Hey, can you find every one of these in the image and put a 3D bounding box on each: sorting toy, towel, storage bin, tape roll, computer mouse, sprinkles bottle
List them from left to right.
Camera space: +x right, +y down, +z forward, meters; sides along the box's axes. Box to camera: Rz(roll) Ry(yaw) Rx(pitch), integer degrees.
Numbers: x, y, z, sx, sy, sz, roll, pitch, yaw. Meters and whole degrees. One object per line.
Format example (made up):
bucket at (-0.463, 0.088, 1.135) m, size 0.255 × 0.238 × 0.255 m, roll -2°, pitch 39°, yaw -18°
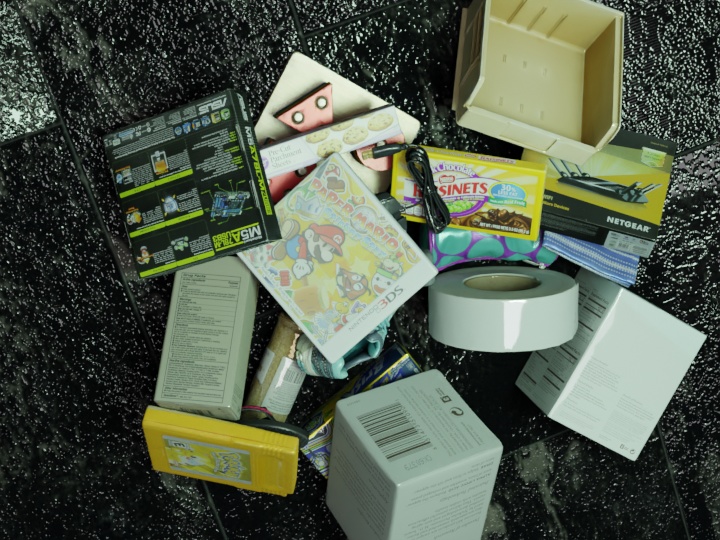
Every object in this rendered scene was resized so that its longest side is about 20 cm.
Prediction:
sprinkles bottle at (-0.117, 0.160, 1.588) m, size 0.068 × 0.068 × 0.201 m, roll 22°, pitch 97°, yaw -15°
sorting toy at (-0.044, -0.153, 1.535) m, size 0.199 × 0.070 × 0.200 m, roll 27°, pitch 95°, yaw -16°
computer mouse at (0.009, -0.083, 1.483) m, size 0.198 × 0.046 × 0.141 m, roll -14°, pitch 116°, yaw 6°
tape roll at (0.191, 0.049, 1.559) m, size 0.201 × 0.202 × 0.071 m, roll -4°, pitch 102°, yaw -11°
storage bin at (0.230, -0.263, 1.508) m, size 0.198 × 0.094 × 0.200 m, roll 16°, pitch 61°, yaw -15°
towel at (0.334, -0.091, 1.595) m, size 0.144 × 0.024 × 0.201 m, roll 24°, pitch 63°, yaw -9°

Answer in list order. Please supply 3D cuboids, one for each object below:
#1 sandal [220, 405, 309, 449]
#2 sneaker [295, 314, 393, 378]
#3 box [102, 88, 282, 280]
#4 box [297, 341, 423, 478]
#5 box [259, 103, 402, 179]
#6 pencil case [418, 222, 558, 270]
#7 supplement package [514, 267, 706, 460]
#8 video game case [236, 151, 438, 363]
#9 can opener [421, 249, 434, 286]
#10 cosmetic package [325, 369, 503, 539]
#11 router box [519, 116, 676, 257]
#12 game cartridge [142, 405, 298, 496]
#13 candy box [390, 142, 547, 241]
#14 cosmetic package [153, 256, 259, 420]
sandal at (-0.157, 0.203, 1.531) m, size 0.198 × 0.045 × 0.075 m, roll -1°, pitch 142°, yaw 28°
sneaker at (0.010, 0.081, 1.560) m, size 0.200 × 0.086 × 0.078 m, roll -42°, pitch 130°, yaw -27°
box at (-0.212, -0.105, 1.452) m, size 0.199 × 0.047 × 0.195 m, roll -16°, pitch 90°, yaw 23°
box at (0.003, 0.194, 1.623) m, size 0.200 × 0.064 × 0.070 m, roll -40°, pitch 107°, yaw -2°
box at (-0.046, -0.162, 1.475) m, size 0.198 × 0.039 × 0.042 m, roll -19°, pitch 104°, yaw -7°
pencil case at (0.179, -0.046, 1.597) m, size 0.198 × 0.085 × 0.093 m, roll -2°, pitch 89°, yaw -11°
supplement package at (0.348, 0.127, 1.634) m, size 0.151 × 0.151 × 0.201 m, roll 27°, pitch 96°, yaw -15°
video game case at (-0.033, -0.015, 1.466) m, size 0.182 × 0.023 × 0.200 m, roll -41°, pitch 91°, yaw 9°
can opener at (0.000, 0.000, 1.555) m, size 0.198 × 0.067 × 0.053 m, roll -5°, pitch 112°, yaw 8°
cosmetic package at (0.066, 0.274, 1.549) m, size 0.164 × 0.165 × 0.201 m, roll -16°, pitch 133°, yaw -26°
router box at (0.308, -0.119, 1.552) m, size 0.198 × 0.052 × 0.158 m, roll 15°, pitch 64°, yaw 7°
game cartridge at (-0.181, 0.242, 1.525) m, size 0.198 × 0.177 × 0.033 m, roll 13°, pitch 61°, yaw 3°
candy box at (0.137, -0.102, 1.504) m, size 0.198 × 0.026 × 0.103 m, roll 9°, pitch 118°, yaw 11°
cosmetic package at (-0.195, 0.084, 1.496) m, size 0.104 × 0.071 × 0.202 m, roll 6°, pitch 70°, yaw 7°
